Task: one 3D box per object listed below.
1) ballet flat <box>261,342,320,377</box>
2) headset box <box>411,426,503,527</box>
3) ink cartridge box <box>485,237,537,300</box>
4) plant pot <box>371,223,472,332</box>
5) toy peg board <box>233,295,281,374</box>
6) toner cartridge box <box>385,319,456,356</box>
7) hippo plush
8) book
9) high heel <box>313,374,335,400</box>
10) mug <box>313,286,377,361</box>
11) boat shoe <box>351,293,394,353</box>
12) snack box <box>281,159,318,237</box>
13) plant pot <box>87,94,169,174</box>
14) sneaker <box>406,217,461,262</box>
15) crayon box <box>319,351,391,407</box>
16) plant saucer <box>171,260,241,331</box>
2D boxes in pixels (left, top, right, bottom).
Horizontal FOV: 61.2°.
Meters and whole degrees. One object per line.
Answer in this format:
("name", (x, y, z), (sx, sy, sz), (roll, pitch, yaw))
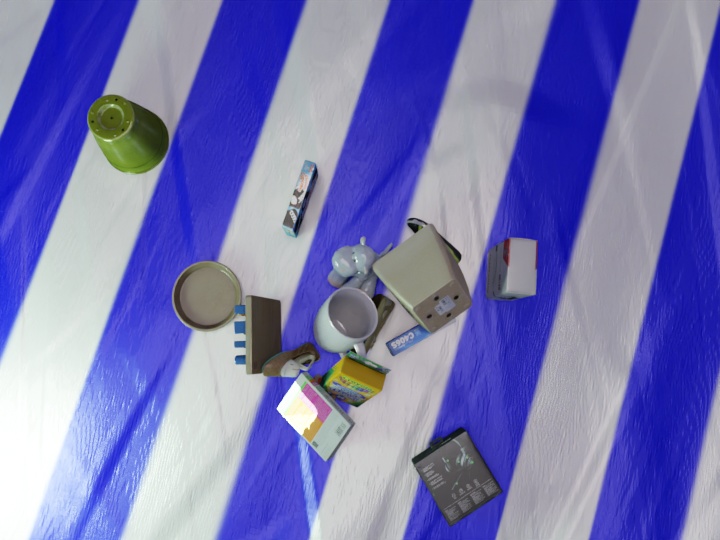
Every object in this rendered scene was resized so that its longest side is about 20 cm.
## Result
("ballet flat", (-0.176, 0.250, 1.643), (0.072, 0.199, 0.068), (32, 115, 25))
("headset box", (0.254, 0.549, 1.651), (0.173, 0.093, 0.201), (-32, 84, -4))
("ink cartridge box", (0.412, 0.001, 1.670), (0.082, 0.200, 0.149), (5, 83, -3))
("plant pot", (0.179, 0.040, 1.607), (0.199, 0.200, 0.178), (-35, 44, 7))
("toy peg board", (-0.296, 0.177, 1.652), (0.097, 0.199, 0.203), (-4, 82, 15))
("toner cartridge box", (0.166, 0.172, 1.698), (0.198, 0.095, 0.044), (-29, 85, -3))
("hippo plush", (0.000, 0.000, 1.679), (0.197, 0.161, 0.161), (-7, 81, 2))
("book", (-0.119, 0.388, 1.632), (0.200, 0.048, 0.134), (43, 112, 24))
("high heel", (-0.105, 0.395, 1.696), (0.067, 0.096, 0.202), (1, 57, -34))
("mug", (-0.043, 0.170, 1.642), (0.146, 0.175, 0.202), (-16, 73, -32))
("boat shoe", (0.035, 0.167, 1.714), (0.063, 0.073, 0.203), (29, 76, -28))
("snack box", (-0.170, -0.201, 1.732), (0.037, 0.116, 0.202), (18, 83, 2))
("plant pot", (-0.667, -0.397, 1.715), (0.198, 0.193, 0.203), (0, 82, 0))
("sneaker", (0.199, -0.068, 1.741), (0.200, 0.072, 0.083), (40, 85, 4))
("crayon box", (-0.018, 0.293, 1.616), (0.125, 0.200, 0.052), (26, 54, -11))
("plant saucer", (-0.436, 0.073, 1.739), (0.197, 0.029, 0.203), (0, 82, 0))
